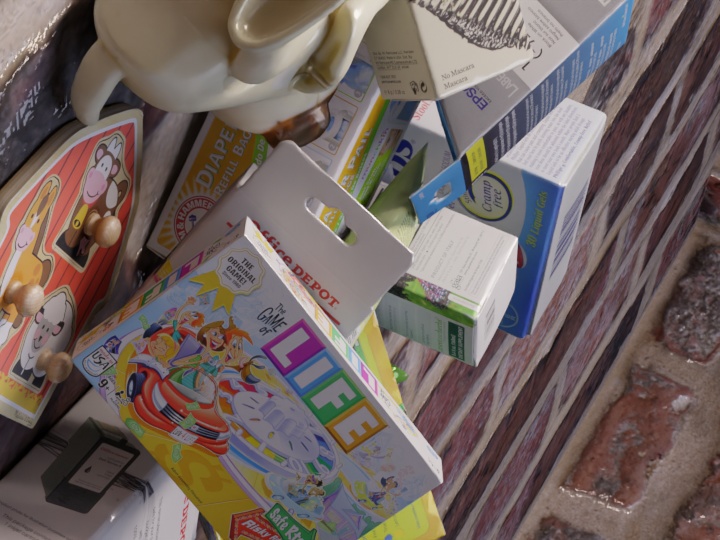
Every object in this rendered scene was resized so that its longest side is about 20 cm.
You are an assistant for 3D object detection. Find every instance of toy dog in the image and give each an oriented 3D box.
[{"bbox_3d":[-0.065,-0.137,1.095,0.194,0.139,0.200,-53,165,2],"label":"toy dog"}]

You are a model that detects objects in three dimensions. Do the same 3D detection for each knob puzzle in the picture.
[{"bbox_3d":[-0.174,-0.007,1.116,0.220,0.030,0.220,-57,162,-30],"label":"knob puzzle"}]

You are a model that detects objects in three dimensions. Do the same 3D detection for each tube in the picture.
[{"bbox_3d":[0.000,0.000,1.294,0.058,0.052,0.200,-21,-153,48],"label":"tube"}]

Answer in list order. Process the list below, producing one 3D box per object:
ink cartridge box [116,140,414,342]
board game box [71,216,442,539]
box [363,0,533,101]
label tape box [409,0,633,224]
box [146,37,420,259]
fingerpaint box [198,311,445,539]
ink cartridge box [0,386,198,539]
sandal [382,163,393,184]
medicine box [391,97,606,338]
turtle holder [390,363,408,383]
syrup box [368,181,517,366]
[{"bbox_3d":[-0.068,0.018,1.173,0.200,0.115,0.068,-46,-173,15],"label":"ink cartridge box"},{"bbox_3d":[-0.061,0.085,1.137,0.134,0.200,0.034,-35,-164,12],"label":"board game box"},{"bbox_3d":[0.033,-0.209,1.131,0.082,0.068,0.201,-26,107,-25],"label":"box"},{"bbox_3d":[0.093,-0.126,1.268,0.200,0.066,0.143,-41,172,0],"label":"label tape box"},{"bbox_3d":[-0.045,-0.079,1.275,0.201,0.101,0.112,-64,165,11],"label":"box"},{"bbox_3d":[-0.047,0.136,1.379,0.166,0.073,0.201,-25,116,-13],"label":"fingerpaint box"},{"bbox_3d":[-0.191,0.186,1.246,0.200,0.084,0.146,-49,158,-46],"label":"ink cartridge box"},{"bbox_3d":[-0.020,-0.042,1.509,0.043,0.076,0.201,-21,138,-36],"label":"sandal"},{"bbox_3d":[0.082,-0.071,1.554,0.103,0.199,0.183,-54,161,-41],"label":"medicine box"},{"bbox_3d":[-0.056,0.103,1.467,0.132,0.140,0.186,-62,166,-7],"label":"turtle holder"},{"bbox_3d":[0.014,-0.013,1.413,0.082,0.199,0.079,-60,164,-26],"label":"syrup box"}]
